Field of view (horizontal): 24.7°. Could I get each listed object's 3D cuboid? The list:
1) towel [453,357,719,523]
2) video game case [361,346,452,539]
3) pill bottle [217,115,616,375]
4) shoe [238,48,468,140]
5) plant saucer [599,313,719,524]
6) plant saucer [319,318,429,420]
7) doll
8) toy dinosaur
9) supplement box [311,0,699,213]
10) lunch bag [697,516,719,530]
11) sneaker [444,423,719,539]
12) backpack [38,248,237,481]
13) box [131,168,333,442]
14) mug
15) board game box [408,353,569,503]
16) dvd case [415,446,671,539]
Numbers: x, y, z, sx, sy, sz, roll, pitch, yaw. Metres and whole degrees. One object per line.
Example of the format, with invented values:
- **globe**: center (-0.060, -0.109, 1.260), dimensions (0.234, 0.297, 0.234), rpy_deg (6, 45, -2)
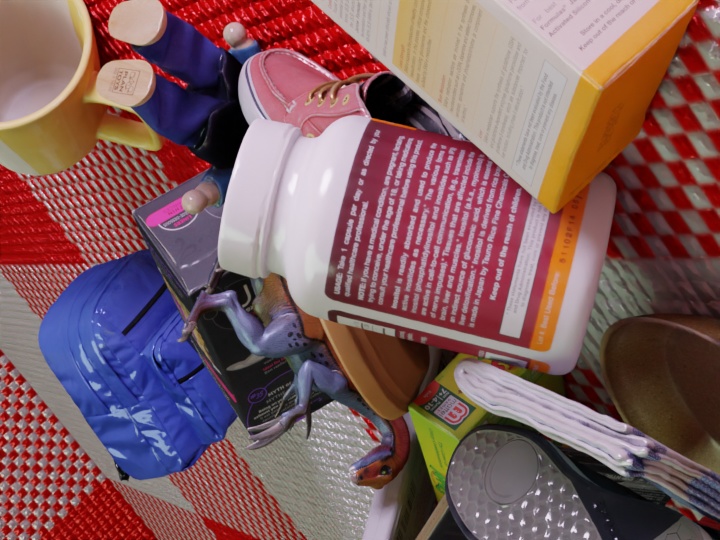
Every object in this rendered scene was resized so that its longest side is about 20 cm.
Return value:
- **towel**: center (0.154, 0.107, 0.891), dimensions (0.200, 0.024, 0.147), rpy_deg (30, 176, -39)
- **video game case**: center (0.051, 0.178, 1.240), dimensions (0.024, 0.201, 0.182), rpy_deg (2, 140, 20)
- **pill bottle**: center (0.030, -0.019, 0.890), dimensions (0.199, 0.113, 0.113), rpy_deg (14, 155, 5)
- **shoe**: center (-0.002, -0.096, 1.010), dimensions (0.200, 0.071, 0.091), rpy_deg (49, 143, 30)
- **plant saucer**: center (0.222, 0.092, 0.926), dimensions (0.200, 0.035, 0.200), rpy_deg (41, 160, 19)
- **plant saucer**: center (0.000, 0.000, 1.096), dimensions (0.200, 0.037, 0.201), rpy_deg (-23, -90, -79)
- **doll**: center (-0.097, -0.104, 1.092), dimensions (0.048, 0.137, 0.200), rpy_deg (4, 168, 30)
- **toy dinosaur**: center (-0.030, 0.061, 1.110), dimensions (0.181, 0.105, 0.200), rpy_deg (27, 123, -6)
- **supplement box**: center (0.052, -0.139, 0.786), dimensions (0.200, 0.073, 0.126), rpy_deg (43, 161, 13)
- **lunch bag**: center (0.273, 0.256, 1.065), dimensions (0.176, 0.082, 0.200), rpy_deg (15, 143, 58)
- **sneaker**: center (0.151, 0.162, 0.952), dimensions (0.146, 0.077, 0.202), rpy_deg (31, 176, -42)
- **backpack**: center (-0.202, 0.078, 1.634), dimensions (0.167, 0.163, 0.200), rpy_deg (-21, 113, 38)
- **box**: center (-0.076, 0.018, 1.264), dimensions (0.106, 0.122, 0.200), rpy_deg (52, 166, 38)
- **mug**: center (-0.270, -0.141, 1.379), dimensions (0.187, 0.149, 0.153), rpy_deg (49, 170, 19)
- **board game box**: center (0.099, 0.127, 1.156), dimensions (0.048, 0.102, 0.200), rpy_deg (31, 155, 32)
- **dvd case**: center (0.110, 0.183, 1.106), dimensions (0.016, 0.148, 0.200), rpy_deg (-101, 27, -42)
